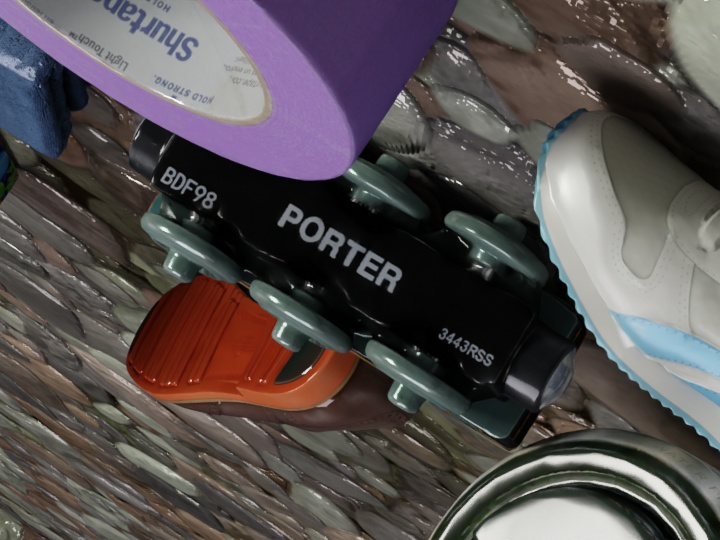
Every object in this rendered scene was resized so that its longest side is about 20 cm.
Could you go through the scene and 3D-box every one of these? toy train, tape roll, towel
[{"bbox_3d":[0.000,0.000,1.068,0.199,0.086,0.114,30,175,16],"label":"toy train"},{"bbox_3d":[-0.069,-0.114,0.870,0.199,0.066,0.200,32,166,9],"label":"tape roll"},{"bbox_3d":[-0.198,-0.130,1.137,0.199,0.049,0.112,33,166,6],"label":"towel"}]

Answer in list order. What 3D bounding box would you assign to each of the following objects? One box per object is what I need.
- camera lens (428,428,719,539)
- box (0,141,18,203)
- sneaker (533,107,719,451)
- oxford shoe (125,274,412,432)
[{"bbox_3d":[0.121,0.159,1.088,0.159,0.161,0.200,23,177,35],"label":"camera lens"},{"bbox_3d":[-0.288,-0.036,1.345,0.121,0.193,0.200,29,166,15],"label":"box"},{"bbox_3d":[0.137,0.020,0.850,0.200,0.076,0.081,47,125,3],"label":"sneaker"},{"bbox_3d":[-0.050,0.051,1.360,0.072,0.072,0.199,37,166,-32],"label":"oxford shoe"}]
